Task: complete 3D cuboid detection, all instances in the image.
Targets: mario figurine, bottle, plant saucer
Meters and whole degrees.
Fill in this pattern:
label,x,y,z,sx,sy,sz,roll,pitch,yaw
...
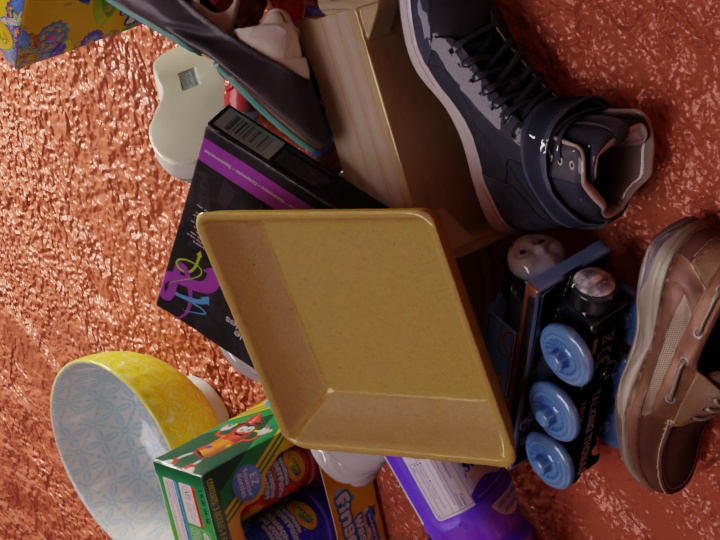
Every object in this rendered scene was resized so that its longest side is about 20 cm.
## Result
label,x,y,z,sx,sy,sz,roll,pitch,yaw
mario figurine,-0.074,-0.154,1.328,0.200,0.123,0.106,45,115,1
bottle,0.074,0.162,1.332,0.065,0.083,0.201,-27,94,29
plant saucer,0.006,0.034,1.226,0.199,0.048,0.201,1,123,36

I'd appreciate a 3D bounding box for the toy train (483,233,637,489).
label,x,y,z,sx,sy,sz,roll,pitch,yaw
toy train,0.130,0.061,1.234,0.114,0.086,0.201,40,146,32

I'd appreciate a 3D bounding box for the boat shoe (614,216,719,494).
label,x,y,z,sx,sy,sz,roll,pitch,yaw
boat shoe,0.214,0.066,1.161,0.072,0.076,0.201,26,131,35

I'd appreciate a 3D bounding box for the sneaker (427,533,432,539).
label,x,y,z,sx,sy,sz,roll,pitch,yaw
sneaker,0.103,0.236,1.400,0.074,0.082,0.201,119,139,-75

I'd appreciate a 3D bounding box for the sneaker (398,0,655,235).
label,x,y,z,sx,sy,sz,roll,pitch,yaw
sneaker,0.110,-0.117,1.158,0.146,0.077,0.203,4,124,61

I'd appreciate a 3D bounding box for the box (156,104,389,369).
label,x,y,z,sx,sy,sz,roll,pitch,yaw
box,-0.067,-0.007,1.309,0.143,0.036,0.201,33,136,10

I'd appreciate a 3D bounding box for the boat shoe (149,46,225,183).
label,x,y,z,sx,sy,sz,roll,pitch,yaw
boat shoe,-0.122,-0.110,1.404,0.201,0.070,0.072,-104,-5,-59

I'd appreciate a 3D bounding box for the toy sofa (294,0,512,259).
label,x,y,z,sx,sy,sz,roll,pitch,yaw
toy sofa,0.036,-0.106,1.255,0.097,0.083,0.201,-5,106,53

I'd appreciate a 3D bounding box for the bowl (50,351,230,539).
label,x,y,z,sx,sy,sz,roll,pitch,yaw
bowl,-0.181,0.153,1.646,0.200,0.107,0.201,28,130,38

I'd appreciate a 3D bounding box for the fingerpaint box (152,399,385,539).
label,x,y,z,sx,sy,sz,roll,pitch,yaw
fingerpaint box,-0.066,0.219,1.500,0.073,0.166,0.201,9,117,48

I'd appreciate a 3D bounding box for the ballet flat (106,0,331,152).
label,x,y,z,sx,sy,sz,roll,pitch,yaw
ballet flat,-0.089,-0.164,1.236,0.200,0.073,0.073,37,139,1

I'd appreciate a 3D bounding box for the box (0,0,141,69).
label,x,y,z,sx,sy,sz,roll,pitch,yaw
box,-0.198,-0.282,1.333,0.122,0.199,0.193,43,137,24

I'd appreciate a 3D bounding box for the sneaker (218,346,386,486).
label,x,y,z,sx,sy,sz,roll,pitch,yaw
sneaker,-0.039,0.075,1.432,0.200,0.070,0.080,47,140,4

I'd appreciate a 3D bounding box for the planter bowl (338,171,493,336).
label,x,y,z,sx,sy,sz,roll,pitch,yaw
planter bowl,0.000,0.000,1.363,0.200,0.083,0.202,28,131,38
